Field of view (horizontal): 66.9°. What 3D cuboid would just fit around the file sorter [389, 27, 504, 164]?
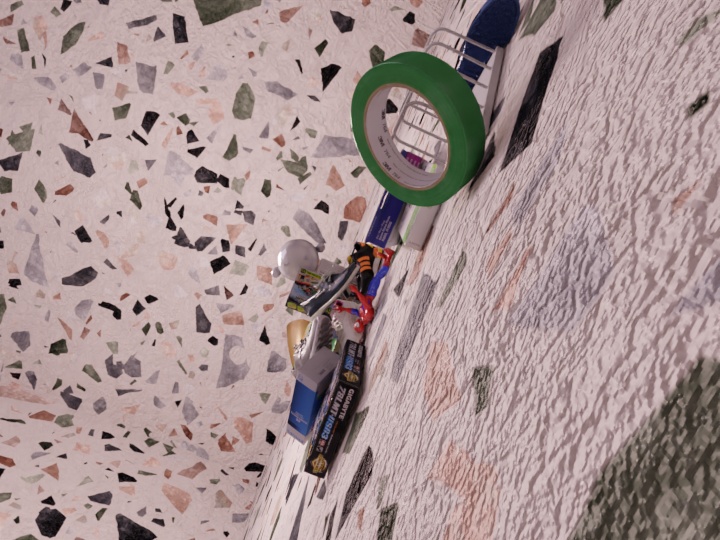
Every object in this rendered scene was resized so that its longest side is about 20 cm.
[{"bbox_3d":[0.131,-0.260,0.861,0.139,0.123,0.203,120,171,-56],"label":"file sorter"}]

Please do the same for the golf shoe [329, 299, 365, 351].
[{"bbox_3d":[-0.035,0.134,1.258,0.201,0.090,0.076,-82,16,-64],"label":"golf shoe"}]

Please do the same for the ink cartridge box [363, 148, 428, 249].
[{"bbox_3d":[0.082,-0.144,1.136,0.199,0.043,0.200,-68,-10,12],"label":"ink cartridge box"}]

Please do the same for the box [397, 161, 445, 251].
[{"bbox_3d":[0.114,-0.125,1.006,0.200,0.036,0.147,-84,15,-77],"label":"box"}]

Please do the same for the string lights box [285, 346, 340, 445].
[{"bbox_3d":[-0.104,0.282,1.222,0.102,0.058,0.203,-36,-32,-50],"label":"string lights box"}]

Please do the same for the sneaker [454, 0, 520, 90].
[{"bbox_3d":[0.203,-0.384,0.903,0.201,0.069,0.079,119,167,-59],"label":"sneaker"}]

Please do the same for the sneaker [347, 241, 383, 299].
[{"bbox_3d":[0.000,0.000,1.431,0.202,0.089,0.071,-74,7,-49],"label":"sneaker"}]

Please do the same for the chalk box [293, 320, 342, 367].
[{"bbox_3d":[-0.094,0.209,1.399,0.200,0.122,0.127,127,164,-74],"label":"chalk box"}]

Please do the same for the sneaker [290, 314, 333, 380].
[{"bbox_3d":[-0.123,0.185,1.258,0.074,0.081,0.203,-29,-39,-56],"label":"sneaker"}]

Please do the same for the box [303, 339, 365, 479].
[{"bbox_3d":[-0.049,0.264,1.076,0.200,0.049,0.202,-79,8,-76],"label":"box"}]

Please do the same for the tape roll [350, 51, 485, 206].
[{"bbox_3d":[0.074,-0.188,0.745,0.048,0.200,0.201,-37,-14,-33],"label":"tape roll"}]

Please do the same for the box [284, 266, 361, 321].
[{"bbox_3d":[-0.084,0.077,1.406,0.035,0.197,0.111,119,171,-53],"label":"box"}]

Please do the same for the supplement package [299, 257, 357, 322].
[{"bbox_3d":[-0.077,0.080,1.577,0.201,0.153,0.112,119,173,-60],"label":"supplement package"}]

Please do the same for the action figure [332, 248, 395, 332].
[{"bbox_3d":[0.003,0.037,1.229,0.065,0.097,0.203,121,167,-68],"label":"action figure"}]

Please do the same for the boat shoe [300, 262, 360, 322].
[{"bbox_3d":[-0.073,0.041,1.271,0.200,0.062,0.075,-47,-3,40],"label":"boat shoe"}]

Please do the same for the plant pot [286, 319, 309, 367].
[{"bbox_3d":[-0.268,0.363,2.574,0.187,0.183,0.203,118,159,-53],"label":"plant pot"}]

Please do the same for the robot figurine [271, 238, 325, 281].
[{"bbox_3d":[-0.172,-0.030,1.525,0.168,0.114,0.200,-32,4,0],"label":"robot figurine"}]
